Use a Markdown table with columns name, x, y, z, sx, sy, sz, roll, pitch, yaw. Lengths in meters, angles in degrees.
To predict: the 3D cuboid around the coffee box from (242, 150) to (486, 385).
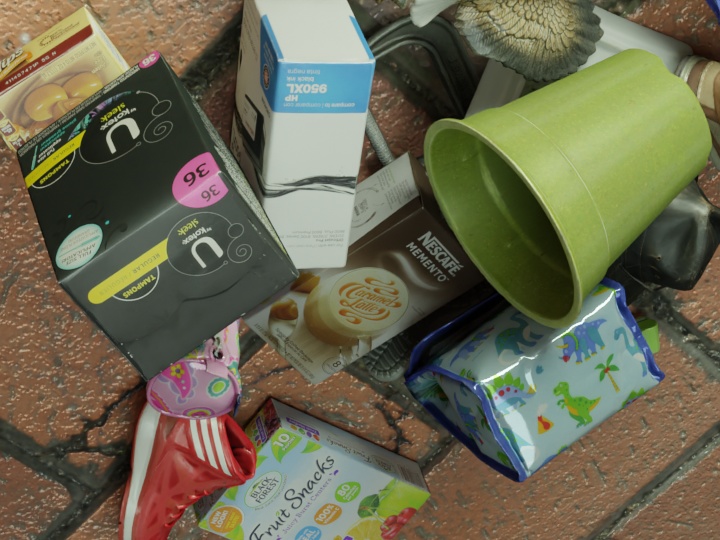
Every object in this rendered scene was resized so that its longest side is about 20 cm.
| name | x | y | z | sx | sy | sz | roll | pitch | yaw |
| --- | --- | --- | --- | --- | --- | --- | --- | --- | --- |
| coffee box | 0.000 | 0.000 | 1.683 | 0.199 | 0.080 | 0.114 | -33 | 129 | 18 |

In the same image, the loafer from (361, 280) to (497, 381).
| name | x | y | z | sx | sy | sz | roll | pitch | yaw |
| --- | --- | --- | --- | --- | --- | --- | --- | --- | --- |
| loafer | 0.084 | 0.027 | 1.763 | 0.200 | 0.075 | 0.070 | -43 | 157 | 14 |

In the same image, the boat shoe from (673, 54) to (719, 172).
| name | x | y | z | sx | sy | sz | roll | pitch | yaw |
| --- | --- | --- | --- | --- | --- | --- | --- | --- | --- |
| boat shoe | 0.356 | -0.129 | 1.703 | 0.199 | 0.071 | 0.076 | 29 | 77 | -45 |

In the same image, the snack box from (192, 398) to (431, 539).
| name | x | y | z | sx | sy | sz | roll | pitch | yaw |
| --- | --- | --- | --- | --- | --- | --- | --- | --- | --- |
| snack box | -0.049 | 0.225 | 1.864 | 0.199 | 0.053 | 0.142 | 27 | 112 | -32 |

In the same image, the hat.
| name | x | y | z | sx | sy | sz | roll | pitch | yaw |
| --- | --- | --- | --- | --- | --- | --- | --- | --- | --- |
| hat | 0.291 | -0.036 | 1.709 | 0.200 | 0.081 | 0.202 | -40 | 144 | -37 |

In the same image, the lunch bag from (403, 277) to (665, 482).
| name | x | y | z | sx | sy | sz | roll | pitch | yaw |
| --- | --- | --- | --- | --- | --- | --- | --- | --- | --- |
| lunch bag | 0.143 | 0.078 | 1.662 | 0.169 | 0.200 | 0.128 | -32 | 107 | -13 |

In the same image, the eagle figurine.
| name | x | y | z | sx | sy | sz | roll | pitch | yaw |
| --- | --- | --- | --- | --- | --- | --- | --- | --- | --- |
| eagle figurine | 0.126 | -0.246 | 1.524 | 0.198 | 0.152 | 0.152 | 19 | 88 | -5 |

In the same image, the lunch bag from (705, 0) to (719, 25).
| name | x | y | z | sx | sy | sz | roll | pitch | yaw |
| --- | --- | --- | --- | --- | --- | --- | --- | --- | --- |
| lunch bag | 0.330 | -0.336 | 1.538 | 0.169 | 0.124 | 0.200 | -28 | 136 | 4 |

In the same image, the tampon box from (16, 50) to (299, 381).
| name | x | y | z | sx | sy | sz | roll | pitch | yaw |
| --- | --- | --- | --- | --- | --- | --- | --- | --- | --- |
| tampon box | -0.164 | -0.046 | 1.465 | 0.149 | 0.200 | 0.126 | -35 | 128 | 3 |

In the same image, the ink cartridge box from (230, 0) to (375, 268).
| name | x | y | z | sx | sy | sz | roll | pitch | yaw |
| --- | --- | --- | --- | --- | --- | --- | --- | --- | --- |
| ink cartridge box | -0.054 | -0.121 | 1.552 | 0.083 | 0.145 | 0.201 | -2 | 125 | -15 |

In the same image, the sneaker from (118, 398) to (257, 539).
| name | x | y | z | sx | sy | sz | roll | pitch | yaw |
| --- | --- | --- | --- | --- | --- | --- | --- | --- | --- |
| sneaker | -0.163 | 0.215 | 1.778 | 0.115 | 0.079 | 0.201 | 14 | 125 | 8 |

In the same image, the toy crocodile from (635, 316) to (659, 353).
| name | x | y | z | sx | sy | sz | roll | pitch | yaw |
| --- | --- | --- | --- | --- | --- | --- | --- | --- | --- |
| toy crocodile | 0.205 | 0.093 | 1.845 | 0.198 | 0.062 | 0.068 | -14 | 128 | -9 |

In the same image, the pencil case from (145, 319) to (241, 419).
| name | x | y | z | sx | sy | sz | roll | pitch | yaw |
| --- | --- | --- | --- | --- | --- | --- | --- | --- | --- |
| pencil case | -0.138 | 0.033 | 1.602 | 0.087 | 0.201 | 0.088 | -1 | 136 | -1 |

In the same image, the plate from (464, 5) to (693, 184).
| name | x | y | z | sx | sy | sz | roll | pitch | yaw |
| --- | --- | --- | --- | --- | --- | --- | --- | --- | --- |
| plate | 0.191 | -0.135 | 1.657 | 0.199 | 0.032 | 0.201 | 18 | 99 | -27 |

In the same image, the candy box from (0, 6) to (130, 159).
| name | x | y | z | sx | sy | sz | roll | pitch | yaw |
| --- | --- | --- | --- | --- | --- | --- | --- | --- | --- |
| candy box | -0.222 | -0.108 | 1.563 | 0.115 | 0.055 | 0.200 | -32 | 128 | 4 |

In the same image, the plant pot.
| name | x | y | z | sx | sy | sz | roll | pitch | yaw |
| --- | --- | --- | --- | --- | --- | --- | --- | --- | --- |
| plant pot | 0.187 | -0.086 | 1.559 | 0.189 | 0.200 | 0.201 | -34 | 131 | -19 |

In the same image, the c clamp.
| name | x | y | z | sx | sy | sz | roll | pitch | yaw |
| --- | --- | --- | --- | --- | --- | --- | --- | --- | --- |
| c clamp | 0.034 | -0.129 | 1.650 | 0.170 | 0.027 | 0.201 | -23 | 129 | -1 |
